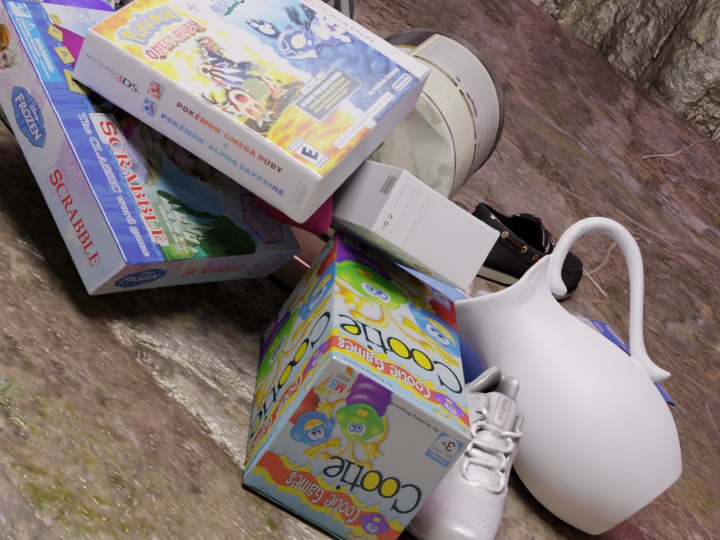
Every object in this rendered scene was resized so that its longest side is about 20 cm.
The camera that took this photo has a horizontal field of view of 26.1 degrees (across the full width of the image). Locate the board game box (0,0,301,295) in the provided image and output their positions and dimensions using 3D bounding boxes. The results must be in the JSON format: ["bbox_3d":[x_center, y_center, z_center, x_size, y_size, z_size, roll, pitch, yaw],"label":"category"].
[{"bbox_3d":[-0.149,-0.085,1.063,0.199,0.041,0.201,-7,67,-59],"label":"board game box"}]

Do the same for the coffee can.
[{"bbox_3d":[0.032,-0.117,1.320,0.146,0.147,0.200,37,24,3],"label":"coffee can"}]

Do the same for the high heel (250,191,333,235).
[{"bbox_3d":[-0.034,-0.096,1.136,0.096,0.067,0.200,44,25,-6],"label":"high heel"}]

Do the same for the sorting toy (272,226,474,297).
[{"bbox_3d":[0.000,0.000,1.292,0.185,0.037,0.200,37,24,1],"label":"sorting toy"}]

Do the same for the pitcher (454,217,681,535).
[{"bbox_3d":[0.169,0.076,1.158,0.201,0.171,0.121,56,0,6],"label":"pitcher"}]

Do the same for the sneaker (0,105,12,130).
[{"bbox_3d":[-0.199,-0.119,1.164,0.200,0.075,0.106,54,27,18],"label":"sneaker"}]

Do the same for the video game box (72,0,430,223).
[{"bbox_3d":[-0.067,-0.135,1.061,0.182,0.047,0.200,31,36,7],"label":"video game box"}]

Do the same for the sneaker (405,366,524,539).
[{"bbox_3d":[0.069,0.125,1.038,0.074,0.087,0.200,34,21,-11],"label":"sneaker"}]

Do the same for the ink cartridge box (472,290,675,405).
[{"bbox_3d":[0.190,0.083,1.405,0.199,0.042,0.119,12,31,-45],"label":"ink cartridge box"}]

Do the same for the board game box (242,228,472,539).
[{"bbox_3d":[-0.002,0.074,1.010,0.105,0.103,0.200,31,20,-13],"label":"board game box"}]

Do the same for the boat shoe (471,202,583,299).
[{"bbox_3d":[0.171,-0.020,1.576,0.201,0.063,0.074,15,26,-48],"label":"boat shoe"}]

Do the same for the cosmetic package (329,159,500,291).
[{"bbox_3d":[0.019,-0.038,1.099,0.082,0.051,0.200,30,-1,-19],"label":"cosmetic package"}]

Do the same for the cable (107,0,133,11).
[{"bbox_3d":[-0.166,-0.186,1.403,0.200,0.051,0.163,43,21,17],"label":"cable"}]

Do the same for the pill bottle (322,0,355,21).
[{"bbox_3d":[-0.061,-0.225,1.329,0.116,0.116,0.200,43,-17,19],"label":"pill bottle"}]

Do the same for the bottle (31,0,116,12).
[{"bbox_3d":[-0.279,-0.249,1.335,0.083,0.065,0.200,11,31,-48],"label":"bottle"}]

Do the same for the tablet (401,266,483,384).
[{"bbox_3d":[0.055,0.055,1.203,0.199,0.014,0.131,33,43,-18],"label":"tablet"}]
